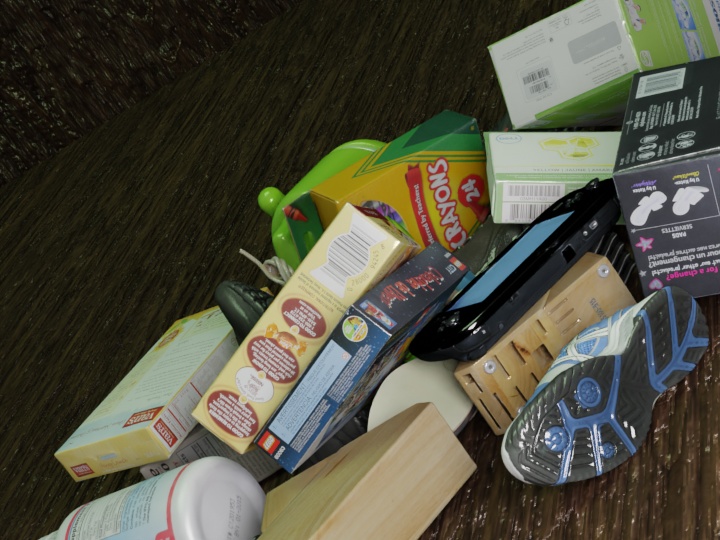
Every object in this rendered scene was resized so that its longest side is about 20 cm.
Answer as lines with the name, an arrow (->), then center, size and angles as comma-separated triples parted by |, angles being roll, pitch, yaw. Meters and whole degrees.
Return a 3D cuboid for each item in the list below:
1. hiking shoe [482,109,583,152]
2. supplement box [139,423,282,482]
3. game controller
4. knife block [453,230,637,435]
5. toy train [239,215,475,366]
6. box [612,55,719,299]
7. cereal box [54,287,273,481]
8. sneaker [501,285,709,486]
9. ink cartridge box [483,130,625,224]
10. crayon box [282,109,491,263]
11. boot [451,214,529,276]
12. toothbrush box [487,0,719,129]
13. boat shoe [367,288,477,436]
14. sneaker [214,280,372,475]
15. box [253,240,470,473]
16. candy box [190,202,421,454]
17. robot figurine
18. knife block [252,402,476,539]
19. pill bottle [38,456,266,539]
hiking shoe -> 0.160, -0.139, 1.876 | 0.200, 0.076, 0.101 | -49, 14, -10
supplement box -> -0.092, 0.126, 1.664 | 0.200, 0.074, 0.126 | -32, 17, 10
game controller -> 0.119, 0.000, 1.436 | 0.200, 0.042, 0.104 | -42, 18, -24
knife block -> 0.138, 0.032, 1.496 | 0.200, 0.064, 0.176 | -39, 16, -12
toy train -> 0.000, 0.000, 1.594 | 0.116, 0.200, 0.085 | -52, -18, 7
box -> 0.267, -0.074, 1.404 | 0.132, 0.115, 0.200 | -11, 23, 18
cereal box -> -0.167, 0.102, 1.679 | 0.144, 0.040, 0.200 | -19, 24, 46
sneaker -> 0.162, 0.087, 1.302 | 0.200, 0.076, 0.077 | -35, 7, -36
ink cartridge box -> 0.183, -0.101, 1.655 | 0.145, 0.048, 0.200 | 0, 29, 0
crayon box -> 0.034, -0.046, 1.738 | 0.200, 0.127, 0.051 | -32, 31, -23
boot -> 0.096, -0.014, 1.697 | 0.174, 0.069, 0.200 | -33, 17, 13
toothbrush box -> 0.238, -0.194, 1.741 | 0.145, 0.086, 0.200 | -22, -8, 36
boat shoe -> 0.062, 0.094, 1.483 | 0.200, 0.071, 0.063 | -55, -17, -43
sneaker -> -0.069, 0.091, 1.553 | 0.091, 0.200, 0.076 | -45, -27, 13
box -> 0.005, 0.061, 1.424 | 0.137, 0.038, 0.200 | -55, -8, 23
candy box -> -0.039, 0.044, 1.443 | 0.200, 0.055, 0.115 | -53, -9, 5
robot figurine -> -0.011, -0.054, 1.847 | 0.175, 0.116, 0.200 | -11, 23, 34
knife block -> -0.015, 0.195, 1.318 | 0.200, 0.064, 0.176 | -32, 17, 11
pill bottle -> -0.172, 0.225, 1.490 | 0.200, 0.109, 0.109 | -24, 20, 34
